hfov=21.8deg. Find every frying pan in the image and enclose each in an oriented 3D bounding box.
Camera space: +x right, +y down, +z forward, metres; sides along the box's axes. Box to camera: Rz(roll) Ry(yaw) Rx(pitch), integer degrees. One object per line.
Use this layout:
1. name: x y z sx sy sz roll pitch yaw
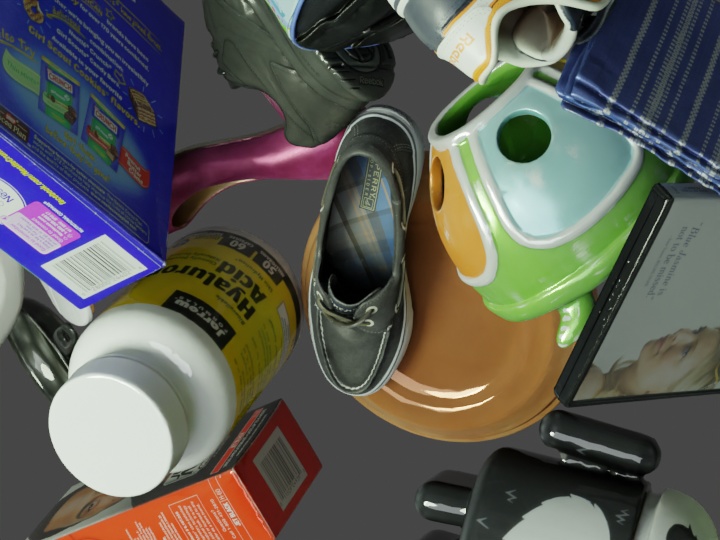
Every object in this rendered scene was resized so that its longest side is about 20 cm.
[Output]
1. frying pan: -0.209 0.044 1.254 0.115 0.031 0.191 46 156 21

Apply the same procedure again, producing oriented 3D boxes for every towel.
1. towel: 0.207 -0.085 1.019 0.199 0.145 0.024 32 135 -4

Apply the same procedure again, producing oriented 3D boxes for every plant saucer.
1. plant saucer: 0.052 0.024 1.196 0.198 0.037 0.202 8 115 16

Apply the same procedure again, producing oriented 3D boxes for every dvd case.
1. dvd case: 0.212 0.013 1.060 0.018 0.198 0.144 50 129 40

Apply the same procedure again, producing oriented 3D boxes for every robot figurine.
1. robot figurine: 0.130 0.183 1.187 0.198 0.125 0.151 13 135 14

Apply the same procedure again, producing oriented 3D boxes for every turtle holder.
1. turtle holder: 0.123 -0.062 1.063 0.185 0.141 0.132 -34 107 22

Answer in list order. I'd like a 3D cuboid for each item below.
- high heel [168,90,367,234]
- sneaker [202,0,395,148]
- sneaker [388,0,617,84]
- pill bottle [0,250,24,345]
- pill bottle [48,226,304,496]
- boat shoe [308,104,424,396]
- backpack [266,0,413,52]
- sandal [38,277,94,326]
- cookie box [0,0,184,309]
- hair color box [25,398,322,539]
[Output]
1. high heel: -0.074 -0.048 1.193 0.199 0.067 0.096 -38 87 16
2. sneaker: -0.066 -0.159 1.117 0.201 0.076 0.091 56 133 16
3. sneaker: 0.109 -0.159 0.982 0.080 0.199 0.079 53 154 13
4. pill bottle: -0.324 -0.003 1.249 0.199 0.109 0.111 12 119 40
5. pill bottle: -0.116 0.058 1.178 0.110 0.200 0.112 8 116 16
6. boat shoe: 0.000 0.000 1.141 0.069 0.066 0.202 18 122 10
7. backpack: 0.021 -0.225 1.018 0.200 0.182 0.147 -46 70 29
8. sandal: -0.198 -0.047 1.199 0.059 0.207 0.080 -23 130 -14
9. cookie box: -0.185 -0.110 1.096 0.075 0.201 0.171 -23 136 27
10. hair color box: -0.134 0.167 1.290 0.199 0.102 0.062 -25 104 27
